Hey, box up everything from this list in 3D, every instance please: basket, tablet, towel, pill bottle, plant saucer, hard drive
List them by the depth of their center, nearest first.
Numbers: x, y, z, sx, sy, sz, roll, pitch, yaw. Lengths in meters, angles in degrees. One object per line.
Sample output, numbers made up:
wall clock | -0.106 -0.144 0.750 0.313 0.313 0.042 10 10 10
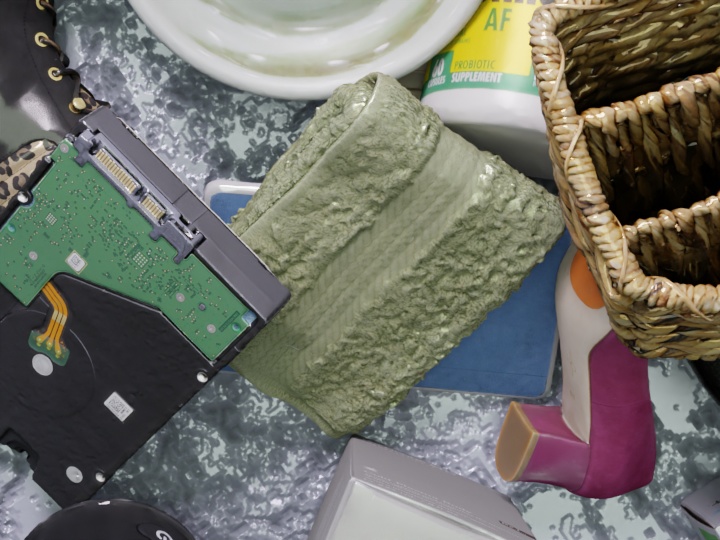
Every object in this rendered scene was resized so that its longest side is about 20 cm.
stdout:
basket | 0.187 -0.056 0.722 0.199 0.149 0.143 -18 60 2
plant saucer | -0.027 -0.184 0.809 0.199 0.050 0.201 0 118 0
towel | 0.000 0.000 0.863 0.148 0.037 0.200 32 122 -19
pill bottle | 0.102 -0.158 0.869 0.112 0.113 0.201 12 81 1
hard drive | -0.145 0.026 0.874 0.140 0.038 0.200 44 126 -2
tablet | 0.013 0.012 0.901 0.199 0.014 0.131 5 127 0

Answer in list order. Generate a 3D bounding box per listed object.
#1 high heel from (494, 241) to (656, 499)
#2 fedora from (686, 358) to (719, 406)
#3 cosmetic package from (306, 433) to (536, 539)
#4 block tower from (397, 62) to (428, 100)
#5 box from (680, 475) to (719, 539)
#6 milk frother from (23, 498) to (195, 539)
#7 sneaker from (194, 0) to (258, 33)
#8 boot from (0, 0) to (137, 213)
high heel | 0.149 0.040 0.874 0.095 0.067 0.201 7 117 -25
fedora | 0.244 -0.012 0.827 0.199 0.092 0.202 -4 71 11
cosmetic package | 0.027 0.148 0.844 0.106 0.200 0.091 22 93 -2
block tower | 0.016 -0.118 0.910 0.054 0.058 0.201 5 90 1
box | 0.303 0.167 0.893 0.176 0.097 0.201 -32 91 -1
milk frother | -0.172 0.239 0.845 0.180 0.188 0.201 16 106 -11
sneaker | -0.081 -0.173 0.876 0.200 0.074 0.082 33 76 -34
boot | -0.174 -0.129 0.905 0.200 0.073 0.151 -37 95 -7
